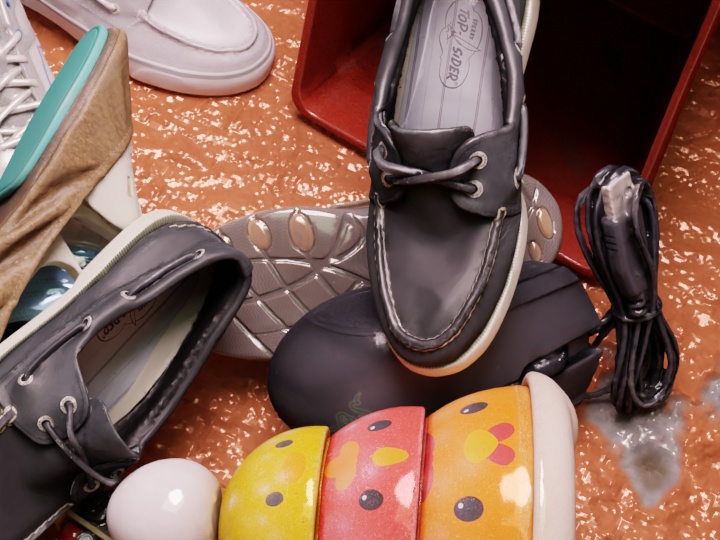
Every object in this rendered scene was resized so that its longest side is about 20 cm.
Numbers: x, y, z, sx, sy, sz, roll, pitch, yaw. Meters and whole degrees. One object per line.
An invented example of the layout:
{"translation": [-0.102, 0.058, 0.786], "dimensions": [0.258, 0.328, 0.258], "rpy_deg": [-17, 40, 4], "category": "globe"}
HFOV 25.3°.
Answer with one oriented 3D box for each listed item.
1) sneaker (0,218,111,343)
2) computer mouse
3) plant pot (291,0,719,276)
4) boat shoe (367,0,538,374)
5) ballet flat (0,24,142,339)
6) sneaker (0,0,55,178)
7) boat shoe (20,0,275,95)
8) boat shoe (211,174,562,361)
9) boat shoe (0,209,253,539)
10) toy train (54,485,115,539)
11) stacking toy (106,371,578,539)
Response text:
{"translation": [-0.203, 0.013, 0.767], "dimensions": [0.198, 0.079, 0.091], "rpy_deg": [8, 61, 2], "category": "sneaker"}
{"translation": [0.056, 0.040, 0.742], "dimensions": [0.199, 0.139, 0.053], "rpy_deg": [-16, 32, -3], "category": "computer mouse"}
{"translation": [0.105, -0.156, 0.835], "dimensions": [0.199, 0.201, 0.176], "rpy_deg": [30, 48, 15], "category": "plant pot"}
{"translation": [0.036, -0.059, 0.685], "dimensions": [0.074, 0.066, 0.201], "rpy_deg": [9, 79, 23], "category": "boat shoe"}
{"translation": [-0.144, -0.015, 0.728], "dimensions": [0.072, 0.068, 0.201], "rpy_deg": [37, 69, -19], "category": "ballet flat"}
{"translation": [-0.192, -0.098, 0.832], "dimensions": [0.075, 0.087, 0.201], "rpy_deg": [-25, 64, -20], "category": "sneaker"}
{"translation": [-0.135, -0.168, 0.880], "dimensions": [0.199, 0.069, 0.072], "rpy_deg": [33, 61, 6], "category": "boat shoe"}
{"translation": [0.000, 0.000, 0.793], "dimensions": [0.198, 0.072, 0.076], "rpy_deg": [-9, 90, -1], "category": "boat shoe"}
{"translation": [-0.115, 0.058, 0.694], "dimensions": [0.066, 0.075, 0.200], "rpy_deg": [15, 53, 42], "category": "boat shoe"}
{"translation": [-0.111, 0.130, 0.724], "dimensions": [0.199, 0.034, 0.046], "rpy_deg": [31, 65, 16], "category": "toy train"}
{"translation": [-0.010, 0.113, 0.678], "dimensions": [0.198, 0.146, 0.147], "rpy_deg": [2, 58, 1], "category": "stacking toy"}
